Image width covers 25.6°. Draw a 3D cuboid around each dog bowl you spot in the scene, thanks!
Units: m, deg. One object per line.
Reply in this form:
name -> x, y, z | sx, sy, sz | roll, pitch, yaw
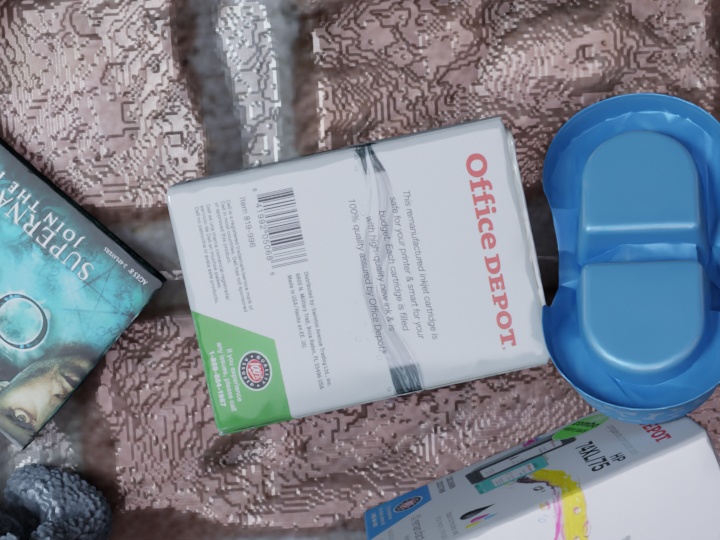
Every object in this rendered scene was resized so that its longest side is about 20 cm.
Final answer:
dog bowl -> 0.161, -0.004, 0.904 | 0.111, 0.050, 0.201 | -2, 61, 11

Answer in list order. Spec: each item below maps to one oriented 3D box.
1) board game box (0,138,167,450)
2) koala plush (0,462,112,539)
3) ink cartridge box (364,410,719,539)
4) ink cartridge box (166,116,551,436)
board game box -> -0.235, -0.007, 0.948 | 0.200, 0.028, 0.135 | 40, 93, -5
koala plush -> -0.278, 0.171, 0.905 | 0.199, 0.184, 0.178 | 28, 94, 8
ink cartridge box -> 0.122, 0.182, 0.919 | 0.199, 0.147, 0.147 | -23, 95, 0
ink cartridge box -> 0.000, 0.000, 0.928 | 0.199, 0.083, 0.148 | -11, 96, -1
